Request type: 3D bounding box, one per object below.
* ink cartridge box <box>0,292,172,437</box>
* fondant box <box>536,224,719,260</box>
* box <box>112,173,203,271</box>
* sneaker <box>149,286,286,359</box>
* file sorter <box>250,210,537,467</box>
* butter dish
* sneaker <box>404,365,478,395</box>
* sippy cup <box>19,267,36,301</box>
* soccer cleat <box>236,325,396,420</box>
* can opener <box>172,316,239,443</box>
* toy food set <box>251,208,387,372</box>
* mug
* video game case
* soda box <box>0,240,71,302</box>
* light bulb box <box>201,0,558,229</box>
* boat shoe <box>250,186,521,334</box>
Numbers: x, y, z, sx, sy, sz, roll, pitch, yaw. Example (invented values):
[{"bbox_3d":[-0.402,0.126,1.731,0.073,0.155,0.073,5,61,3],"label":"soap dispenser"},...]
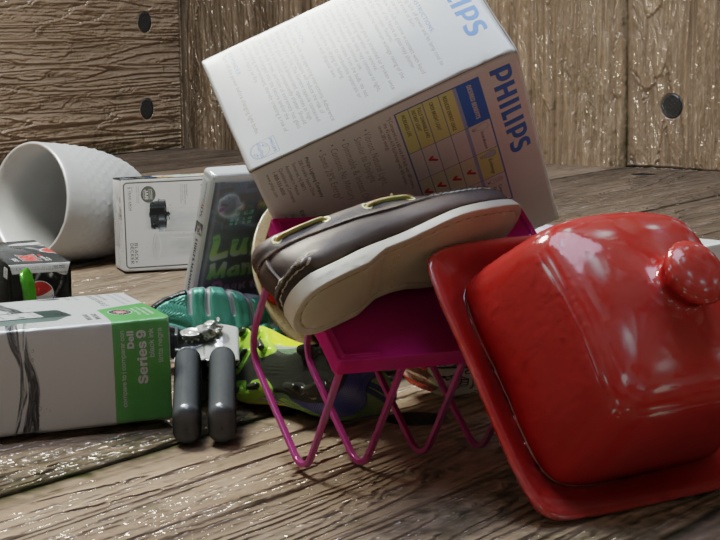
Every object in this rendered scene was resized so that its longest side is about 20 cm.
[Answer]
[{"bbox_3d":[-0.259,0.073,1.372,0.198,0.085,0.146,-5,8,-22],"label":"ink cartridge box"},{"bbox_3d":[0.189,0.001,1.486,0.199,0.059,0.144,6,10,40],"label":"fondant box"},{"bbox_3d":[-0.206,-0.062,2.220,0.198,0.118,0.060,-5,6,-18],"label":"box"},{"bbox_3d":[-0.099,0.059,1.604,0.198,0.075,0.088,-1,-17,-11],"label":"sneaker"},{"bbox_3d":[0.037,0.051,1.247,0.198,0.126,0.139,-4,44,-25],"label":"file sorter"},{"bbox_3d":[0.174,0.034,1.119,0.198,0.201,0.148,-6,-28,-33],"label":"butter dish"},{"bbox_3d":[0.030,0.053,1.411,0.200,0.068,0.108,4,-35,-12],"label":"sneaker"},{"bbox_3d":[-0.391,0.020,1.595,0.177,0.132,0.139,-5,10,-31],"label":"sippy cup"},{"bbox_3d":[-0.045,0.088,1.408,0.083,0.065,0.200,29,-13,-29],"label":"soccer cleat"},{"bbox_3d":[-0.118,0.088,1.376,0.052,0.067,0.200,-3,17,-4],"label":"can opener"},{"bbox_3d":[0.000,0.000,1.574,0.200,0.198,0.049,-42,-6,-38],"label":"toy food set"},{"bbox_3d":[-0.376,-0.074,2.293,0.199,0.149,0.175,-32,-20,34],"label":"mug"},{"bbox_3d":[-0.071,-0.014,1.650,0.199,0.183,0.023,-7,30,-36],"label":"video game case"},{"bbox_3d":[-0.360,0.010,1.900,0.070,0.064,0.200,-4,9,-21],"label":"soda box"},{"bbox_3d":[0.019,-0.094,1.291,0.199,0.199,0.125,-25,52,-1],"label":"light bulb box"},{"bbox_3d":[0.020,-0.020,1.169,0.199,0.072,0.060,-23,57,-32],"label":"boat shoe"}]
